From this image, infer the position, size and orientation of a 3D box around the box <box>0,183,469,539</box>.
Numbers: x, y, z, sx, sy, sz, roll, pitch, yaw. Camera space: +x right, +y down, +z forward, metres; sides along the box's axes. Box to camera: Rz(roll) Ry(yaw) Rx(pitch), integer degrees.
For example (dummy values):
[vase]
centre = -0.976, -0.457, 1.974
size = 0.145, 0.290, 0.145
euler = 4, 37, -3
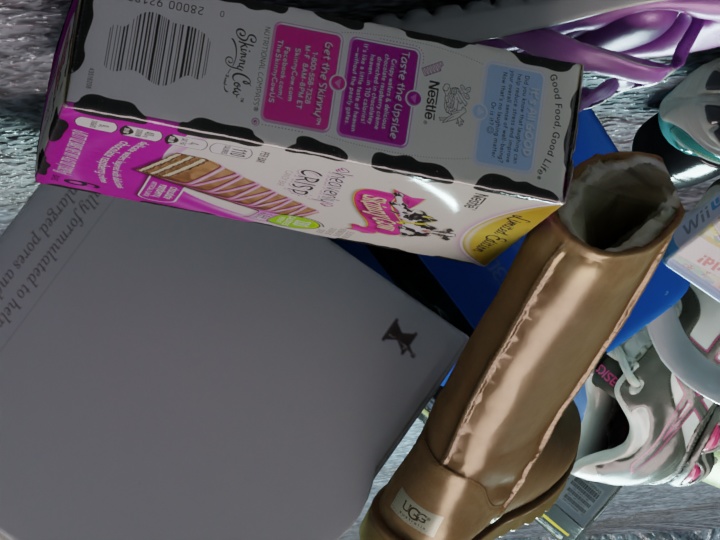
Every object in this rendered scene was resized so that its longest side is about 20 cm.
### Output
[box]
centre = -0.092, 0.062, 1.330
size = 0.200, 0.199, 0.131
euler = 36, 165, -1

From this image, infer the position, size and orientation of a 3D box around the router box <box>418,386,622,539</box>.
[router box]
centre = 0.077, 0.088, 1.839
size = 0.052, 0.200, 0.157
euler = -48, 174, -7

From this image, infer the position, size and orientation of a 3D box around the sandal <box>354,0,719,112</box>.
[sandal]
centre = 0.082, -0.086, 1.221
size = 0.202, 0.050, 0.082
euler = -7, 170, 8

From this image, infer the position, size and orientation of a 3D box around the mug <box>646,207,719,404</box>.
[mug]
centre = 0.237, 0.030, 1.496
size = 0.200, 0.176, 0.148
euler = 16, -144, 28

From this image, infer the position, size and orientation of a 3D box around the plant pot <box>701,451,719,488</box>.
[plant pot]
centre = 0.218, 0.053, 1.789
size = 0.200, 0.187, 0.187
euler = 7, 176, 23

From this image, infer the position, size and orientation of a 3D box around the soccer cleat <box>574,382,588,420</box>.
[soccer cleat]
centre = 0.104, 0.031, 1.703
size = 0.200, 0.070, 0.086
euler = 40, 122, -17

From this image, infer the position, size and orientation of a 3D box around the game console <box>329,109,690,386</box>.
[game console]
centre = 0.035, -0.028, 1.385
size = 0.171, 0.118, 0.200
euler = -36, 137, 2

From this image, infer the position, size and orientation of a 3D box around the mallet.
[mallet]
centre = 0.237, -0.073, 1.441
size = 0.200, 0.041, 0.066
euler = -7, 174, -13

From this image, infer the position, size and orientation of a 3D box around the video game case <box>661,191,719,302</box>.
[video game case]
centre = 0.256, -0.033, 1.321
size = 0.143, 0.018, 0.200
euler = 32, 123, -30

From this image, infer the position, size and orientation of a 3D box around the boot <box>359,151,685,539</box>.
[boot]
centre = 0.088, 0.031, 1.274
size = 0.175, 0.066, 0.200
euler = -45, 166, -56

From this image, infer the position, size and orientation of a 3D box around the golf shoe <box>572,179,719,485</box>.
[golf shoe]
centre = 0.175, 0.040, 1.601
size = 0.088, 0.200, 0.077
euler = -7, -144, -32

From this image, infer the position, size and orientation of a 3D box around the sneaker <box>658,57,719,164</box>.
[sneaker]
centre = 0.236, -0.070, 1.375
size = 0.200, 0.078, 0.080
euler = 9, 173, -18

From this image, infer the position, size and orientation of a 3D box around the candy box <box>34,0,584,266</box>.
[candy box]
centre = -0.025, -0.058, 1.170
size = 0.200, 0.061, 0.136
euler = 10, 168, -9
